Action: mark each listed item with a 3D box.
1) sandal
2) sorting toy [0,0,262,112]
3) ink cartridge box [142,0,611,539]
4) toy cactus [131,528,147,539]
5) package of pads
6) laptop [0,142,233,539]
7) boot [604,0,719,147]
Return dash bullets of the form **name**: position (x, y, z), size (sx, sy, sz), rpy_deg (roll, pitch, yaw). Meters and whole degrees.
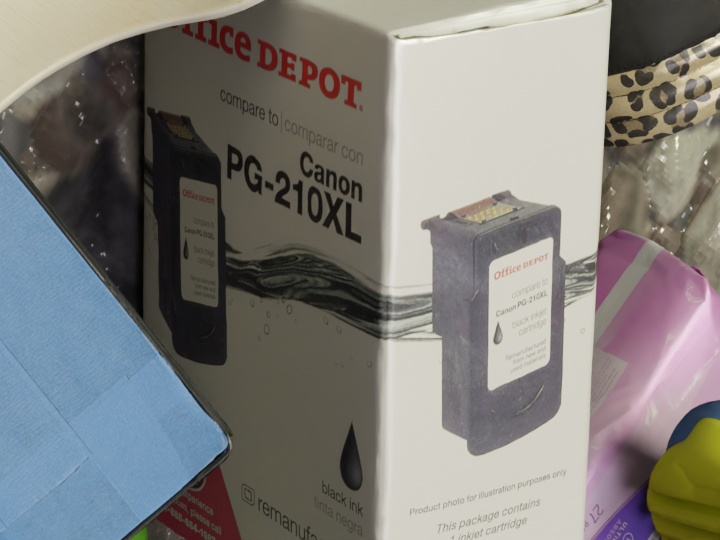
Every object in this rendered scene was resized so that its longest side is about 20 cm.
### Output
- **sandal**: position (0.168, 0.090, 0.953), size (0.087, 0.079, 0.200), rpy_deg (-57, 140, -10)
- **sorting toy**: position (-0.124, -0.119, 0.741), size (0.180, 0.107, 0.200), rpy_deg (-50, 128, -2)
- **ink cartridge box**: position (0.000, 0.000, 0.839), size (0.084, 0.145, 0.201), rpy_deg (-12, 113, -33)
- **toy cactus**: position (-0.138, 0.045, 0.799), size (0.199, 0.102, 0.166), rpy_deg (10, 91, -30)
- **package of pads**: position (0.084, 0.099, 0.983), size (0.120, 0.076, 0.200), rpy_deg (41, 81, -38)
- **laptop**: position (-0.171, 0.036, 0.649), size (0.116, 0.187, 0.200), rpy_deg (-43, 174, 35)
- **boot**: position (0.126, -0.147, 0.924), size (0.200, 0.073, 0.151), rpy_deg (-35, 123, -17)
